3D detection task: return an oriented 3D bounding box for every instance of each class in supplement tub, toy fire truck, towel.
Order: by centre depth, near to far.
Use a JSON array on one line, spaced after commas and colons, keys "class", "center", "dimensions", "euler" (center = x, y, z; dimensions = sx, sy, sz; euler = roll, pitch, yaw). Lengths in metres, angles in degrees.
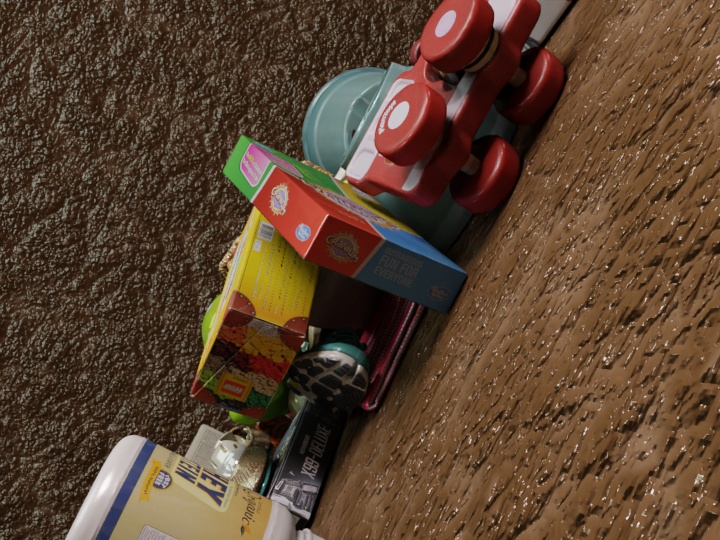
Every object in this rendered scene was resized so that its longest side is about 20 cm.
[{"class": "supplement tub", "center": [-0.142, 0.243, 0.810], "dimensions": [0.145, 0.199, 0.144], "euler": [-62, 6, 11]}, {"class": "toy fire truck", "center": [0.069, -0.150, 0.830], "dimensions": [0.201, 0.112, 0.168], "euler": [-63, 31, 0]}, {"class": "towel", "center": [0.024, 0.069, 0.996], "dimensions": [0.146, 0.022, 0.200], "euler": [-65, 6, -4]}, {"class": "towel", "center": [0.000, 0.000, 1.061], "dimensions": [0.134, 0.034, 0.200], "euler": [-68, -21, 4]}]

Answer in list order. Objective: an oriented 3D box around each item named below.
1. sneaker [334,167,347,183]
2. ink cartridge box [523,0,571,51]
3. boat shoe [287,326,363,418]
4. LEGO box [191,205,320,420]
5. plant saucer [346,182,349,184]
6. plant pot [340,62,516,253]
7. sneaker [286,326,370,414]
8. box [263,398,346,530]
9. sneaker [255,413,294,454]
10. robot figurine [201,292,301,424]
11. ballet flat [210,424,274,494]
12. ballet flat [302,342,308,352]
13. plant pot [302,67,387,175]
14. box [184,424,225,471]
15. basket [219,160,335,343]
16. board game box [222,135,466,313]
[{"class": "sneaker", "center": [-0.001, -0.088, 1.168], "dimensions": [0.200, 0.074, 0.085], "euler": [-44, 38, 6]}, {"class": "ink cartridge box", "center": [0.173, -0.304, 0.996], "dimensions": [0.146, 0.084, 0.200], "euler": [-66, 6, -33]}, {"class": "boat shoe", "center": [-0.027, 0.093, 1.150], "dimensions": [0.063, 0.073, 0.201], "euler": [-46, 21, 46]}, {"class": "LEGO box", "center": [-0.095, 0.021, 0.966], "dimensions": [0.149, 0.077, 0.201], "euler": [120, 166, -45]}, {"class": "plant saucer", "center": [0.002, -0.037, 1.115], "dimensions": [0.200, 0.032, 0.201], "euler": [-39, -37, -37]}, {"class": "plant pot", "center": [0.062, -0.130, 0.982], "dimensions": [0.201, 0.133, 0.200], "euler": [-62, 6, 12]}, {"class": "sneaker", "center": [-0.029, 0.090, 0.963], "dimensions": [0.080, 0.077, 0.200], "euler": [-59, 6, -15]}, {"class": "box", "center": [-0.091, 0.256, 1.059], "dimensions": [0.201, 0.049, 0.158], "euler": [-60, 6, 39]}, {"class": "sneaker", "center": [-0.109, 0.234, 1.289], "dimensions": [0.200, 0.072, 0.078], "euler": [59, -127, -84]}, {"class": "robot figurine", "center": [-0.129, 0.101, 1.167], "dimensions": [0.201, 0.115, 0.176], "euler": [87, 168, -47]}, {"class": "ballet flat", "center": [-0.134, 0.213, 1.057], "dimensions": [0.071, 0.065, 0.200], "euler": [-61, 4, -4]}, {"class": "ballet flat", "center": [-0.036, 0.085, 1.345], "dimensions": [0.074, 0.074, 0.201], "euler": [138, 156, -76]}, {"class": "plant pot", "center": [0.032, -0.183, 1.311], "dimensions": [0.201, 0.199, 0.196], "euler": [-63, 14, 1]}, {"class": "box", "center": [-0.182, 0.271, 1.125], "dimensions": [0.078, 0.094, 0.200], "euler": [-62, 2, 16]}, {"class": "basket", "center": [-0.061, -0.019, 1.289], "dimensions": [0.201, 0.148, 0.143], "euler": [-54, -30, -11]}, {"class": "board game box", "center": [-0.018, -0.043, 0.838], "dimensions": [0.041, 0.152, 0.200], "euler": [-61, 36, 11]}]
